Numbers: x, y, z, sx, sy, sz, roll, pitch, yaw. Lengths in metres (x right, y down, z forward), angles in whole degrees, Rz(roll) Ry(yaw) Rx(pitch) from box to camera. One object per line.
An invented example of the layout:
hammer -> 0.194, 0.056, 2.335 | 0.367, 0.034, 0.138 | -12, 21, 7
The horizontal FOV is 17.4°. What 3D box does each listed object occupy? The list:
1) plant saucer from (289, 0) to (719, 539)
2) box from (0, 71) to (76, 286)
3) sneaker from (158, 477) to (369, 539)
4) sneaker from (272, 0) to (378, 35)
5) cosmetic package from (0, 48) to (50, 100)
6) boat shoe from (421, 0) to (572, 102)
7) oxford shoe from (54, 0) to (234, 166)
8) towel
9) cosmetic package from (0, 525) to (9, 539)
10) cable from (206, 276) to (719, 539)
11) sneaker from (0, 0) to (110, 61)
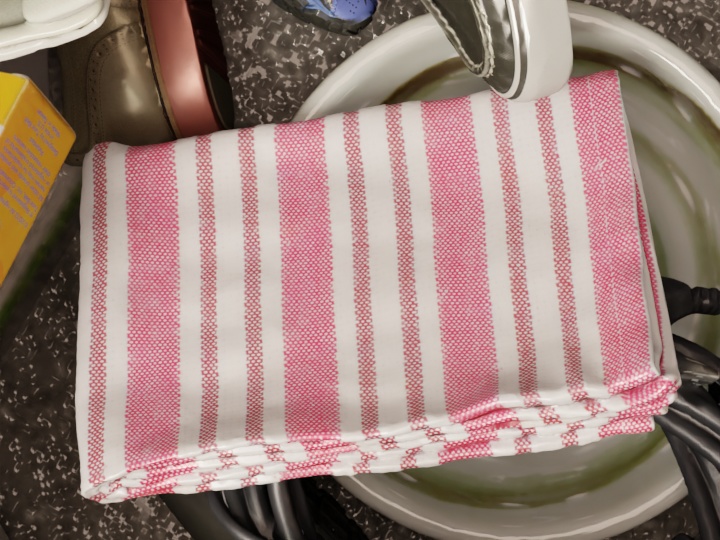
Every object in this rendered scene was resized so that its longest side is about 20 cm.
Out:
plant saucer -> 0.058, 0.001, 0.868 | 0.199, 0.050, 0.202 | 0, 90, 3
box -> -0.183, 0.022, 0.726 | 0.118, 0.041, 0.201 | 15, 71, 29
sneaker -> -0.018, 0.144, 0.865 | 0.091, 0.076, 0.200 | -43, 87, 9
sneaker -> -0.035, -0.182, 0.860 | 0.078, 0.075, 0.201 | -23, 91, -1
cosmetic package -> -0.176, -0.126, 0.842 | 0.106, 0.090, 0.201 | 0, 95, 37
boat shoe -> 0.006, -0.142, 0.808 | 0.063, 0.071, 0.201 | -24, 83, -19
oxford shoe -> -0.106, -0.136, 0.866 | 0.074, 0.070, 0.201 | -15, 89, 8
towel -> 0.000, 0.000, 0.792 | 0.199, 0.030, 0.147 | -8, 52, 3
cosmetic package -> -0.196, 0.152, 0.787 | 0.165, 0.165, 0.200 | -39, 55, 3
cable -> 0.046, 0.083, 0.818 | 0.199, 0.051, 0.164 | -2, 93, -5
sneaker -> -0.073, -0.129, 0.725 | 0.199, 0.074, 0.116 | -26, 50, 5
